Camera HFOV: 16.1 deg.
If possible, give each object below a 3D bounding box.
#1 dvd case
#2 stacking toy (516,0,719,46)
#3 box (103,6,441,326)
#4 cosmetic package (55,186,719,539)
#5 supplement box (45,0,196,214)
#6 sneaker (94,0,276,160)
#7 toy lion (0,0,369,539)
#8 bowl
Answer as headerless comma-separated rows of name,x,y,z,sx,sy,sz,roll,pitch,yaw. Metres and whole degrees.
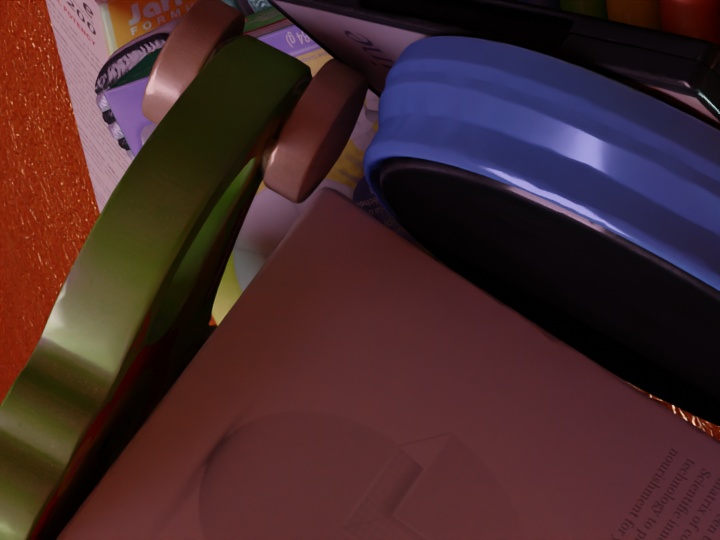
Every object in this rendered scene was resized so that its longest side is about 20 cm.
dvd case,0.072,-0.042,0.785,0.143,0.018,0.200,37,169,-39
stacking toy,0.093,-0.087,0.762,0.200,0.085,0.086,26,140,54
box,0.000,0.000,0.934,0.117,0.048,0.200,-17,109,31
cosmetic package,0.012,0.121,0.822,0.200,0.200,0.123,33,157,10
supplement box,-0.059,-0.086,1.116,0.074,0.126,0.200,51,161,38
sneaker,-0.008,-0.104,0.965,0.200,0.088,0.075,-18,108,31
toy lion,-0.084,0.035,0.822,0.069,0.192,0.200,28,129,5
bowl,0.090,0.000,0.772,0.200,0.039,0.201,29,170,5
